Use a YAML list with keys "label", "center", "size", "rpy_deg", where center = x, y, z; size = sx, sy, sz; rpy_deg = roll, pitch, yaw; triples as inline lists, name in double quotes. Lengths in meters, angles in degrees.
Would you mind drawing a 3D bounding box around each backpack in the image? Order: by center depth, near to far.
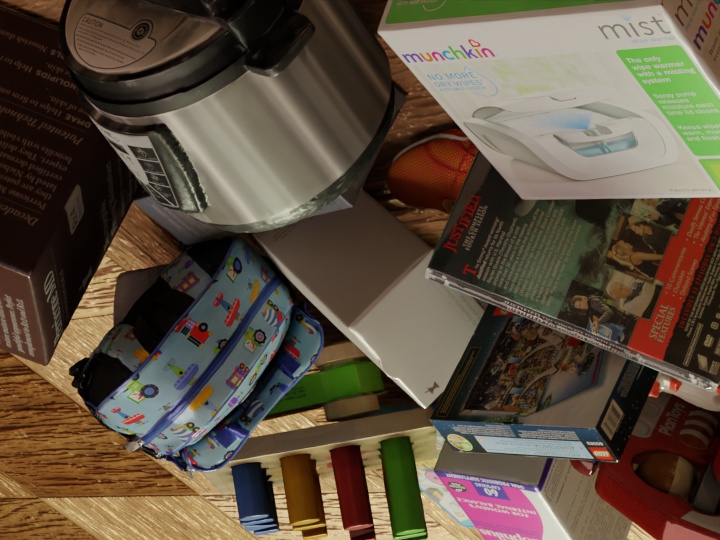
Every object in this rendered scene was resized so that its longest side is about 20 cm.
- label: "backpack"
  center: [-0.117, 0.063, 1.518]
  size: [0.135, 0.183, 0.200]
  rpy_deg: [41, 172, -7]

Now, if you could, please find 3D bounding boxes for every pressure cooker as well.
- label: "pressure cooker"
  center: [-0.092, -0.144, 1.281]
  size: [0.176, 0.179, 0.200]
  rpy_deg: [-17, 137, 19]

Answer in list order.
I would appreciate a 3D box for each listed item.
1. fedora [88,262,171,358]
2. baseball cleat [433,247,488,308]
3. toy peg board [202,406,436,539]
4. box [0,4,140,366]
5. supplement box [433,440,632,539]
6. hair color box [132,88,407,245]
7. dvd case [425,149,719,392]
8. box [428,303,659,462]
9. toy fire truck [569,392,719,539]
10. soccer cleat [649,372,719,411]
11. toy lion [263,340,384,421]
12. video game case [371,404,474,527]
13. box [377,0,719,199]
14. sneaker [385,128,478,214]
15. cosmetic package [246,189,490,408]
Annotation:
- label: "fedora"
  center: [-0.145, 0.038, 1.719]
  size: [0.177, 0.090, 0.200]
  rpy_deg: [-15, 167, 18]
- label: "baseball cleat"
  center: [0.063, 0.042, 1.566]
  size: [0.200, 0.106, 0.070]
  rpy_deg: [22, 159, 10]
- label: "toy peg board"
  center: [-0.027, 0.196, 1.750]
  size: [0.199, 0.098, 0.200]
  rpy_deg: [-10, 166, 0]
- label: "box"
  center: [-0.273, -0.070, 1.538]
  size: [0.164, 0.200, 0.166]
  rpy_deg: [21, 154, 6]
- label: "supplement box"
  center: [0.157, 0.186, 1.761]
  size: [0.101, 0.103, 0.200]
  rpy_deg: [5, 150, 32]
- label: "hair color box"
  center: [-0.067, -0.085, 1.447]
  size: [0.061, 0.099, 0.200]
  rpy_deg: [41, 149, -28]
- label: "dvd case"
  center: [0.160, -0.023, 1.317]
  size: [0.200, 0.146, 0.022]
  rpy_deg: [22, 159, 5]
- label: "box"
  center: [0.147, 0.036, 1.374]
  size: [0.137, 0.200, 0.038]
  rpy_deg: [-1, 139, 42]
- label: "toy fire truck"
  center: [0.245, 0.149, 1.523]
  size: [0.168, 0.200, 0.112]
  rpy_deg: [20, 118, 15]
- label: "soccer cleat"
  center: [0.225, 0.059, 1.456]
  size: [0.078, 0.069, 0.200]
  rpy_deg: [25, -170, 37]
- label: "toy lion"
  center: [-0.075, 0.114, 1.786]
  size: [0.200, 0.069, 0.192]
  rpy_deg: [-13, 174, 7]
- label: "video game case"
  center: [0.092, 0.186, 1.910]
  size: [0.143, 0.018, 0.200]
  rpy_deg: [-6, 141, 45]
- label: "box"
  center: [0.146, -0.130, 1.188]
  size: [0.200, 0.097, 0.176]
  rpy_deg: [2, 148, 41]
- label: "sneaker"
  center: [0.098, -0.050, 1.399]
  size: [0.200, 0.077, 0.073]
  rpy_deg: [7, 151, 35]
- label: "cosmetic package"
  center: [0.000, 0.000, 1.467]
  size: [0.108, 0.085, 0.200]
  rpy_deg: [49, 175, -41]
